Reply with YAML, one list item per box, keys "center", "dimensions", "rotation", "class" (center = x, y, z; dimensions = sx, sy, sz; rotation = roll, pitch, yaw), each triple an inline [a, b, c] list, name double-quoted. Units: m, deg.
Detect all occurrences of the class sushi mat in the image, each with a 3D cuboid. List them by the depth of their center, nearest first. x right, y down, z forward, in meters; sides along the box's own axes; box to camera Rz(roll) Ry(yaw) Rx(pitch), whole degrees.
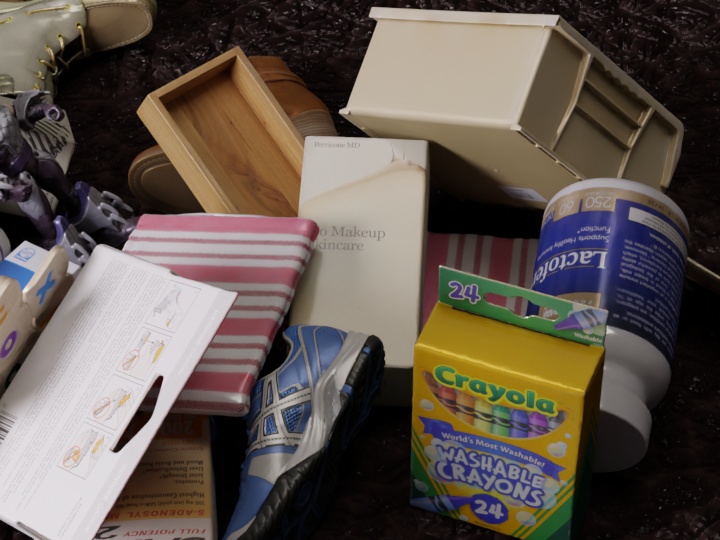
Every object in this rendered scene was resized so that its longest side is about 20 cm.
- center: [0.310, 0.028, 1.682]
  dimensions: [0.199, 0.096, 0.012]
  rotation: [33, 92, 30]
  class: "sushi mat"

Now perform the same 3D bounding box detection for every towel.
- center: [-0.122, 0.032, 1.578]
  dimensions: [0.145, 0.030, 0.201]
  rotation: [2, 44, 20]
  class: "towel"
- center: [0.127, 0.021, 1.723]
  dimensions: [0.198, 0.030, 0.147]
  rotation: [5, 41, 4]
  class: "towel"

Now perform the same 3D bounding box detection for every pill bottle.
- center: [0.179, 0.041, 1.601]
  dimensions: [0.115, 0.116, 0.201]
  rotation: [8, 56, 8]
  class: "pill bottle"

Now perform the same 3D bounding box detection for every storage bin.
- center: [0.123, -0.119, 1.709]
  dimensions: [0.199, 0.198, 0.094]
  rotation: [9, 73, 45]
  class: "storage bin"

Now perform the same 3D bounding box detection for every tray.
- center: [-0.085, -0.075, 1.748]
  dimensions: [0.098, 0.037, 0.201]
  rotation: [-32, 85, -33]
  class: "tray"

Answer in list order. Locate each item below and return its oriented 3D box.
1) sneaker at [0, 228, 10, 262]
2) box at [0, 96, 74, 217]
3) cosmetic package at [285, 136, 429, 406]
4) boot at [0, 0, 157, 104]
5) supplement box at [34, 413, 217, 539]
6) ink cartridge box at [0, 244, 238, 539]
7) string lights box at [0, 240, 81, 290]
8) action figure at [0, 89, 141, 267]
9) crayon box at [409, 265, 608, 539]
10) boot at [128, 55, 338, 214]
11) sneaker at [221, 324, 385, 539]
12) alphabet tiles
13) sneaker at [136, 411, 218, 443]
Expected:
- center: [-0.383, -0.020, 1.657]
  dimensions: [0.199, 0.073, 0.115]
  rotation: [18, 47, 17]
  class: "sneaker"
- center: [-0.341, -0.105, 1.762]
  dimensions: [0.198, 0.083, 0.069]
  rotation: [10, 25, -21]
  class: "box"
- center: [0.000, 0.000, 1.665]
  dimensions: [0.102, 0.073, 0.202]
  rotation: [1, 62, 3]
  class: "cosmetic package"
- center: [-0.273, -0.184, 1.916]
  dimensions: [0.198, 0.073, 0.155]
  rotation: [-10, 42, -4]
  class: "boot"
- center: [-0.161, 0.193, 1.488]
  dimensions: [0.125, 0.074, 0.201]
  rotation: [-4, 42, -4]
  class: "supplement box"
- center: [-0.170, 0.091, 1.444]
  dimensions: [0.176, 0.045, 0.201]
  rotation: [17, 72, 48]
  class: "ink cartridge box"
- center: [-0.285, 0.080, 1.591]
  dimensions: [0.059, 0.103, 0.200]
  rotation: [23, 46, 23]
  class: "string lights box"
- center: [-0.261, -0.079, 1.699]
  dimensions: [0.069, 0.200, 0.131]
  rotation: [-16, 37, 35]
  class: "action figure"
- center: [0.101, 0.100, 1.502]
  dimensions: [0.125, 0.201, 0.052]
  rotation: [15, 44, 16]
  class: "crayon box"
- center: [-0.123, -0.121, 1.851]
  dimensions: [0.198, 0.074, 0.155]
  rotation: [-6, 41, -24]
  class: "boot"
- center: [-0.054, 0.128, 1.543]
  dimensions: [0.076, 0.076, 0.201]
  rotation: [19, 64, 20]
  class: "sneaker"
- center: [-0.255, 0.083, 1.505]
  dimensions: [0.015, 0.200, 0.197]
  rotation: [25, 68, 12]
  class: "alphabet tiles"
- center: [-0.156, 0.069, 1.648]
  dimensions: [0.078, 0.066, 0.201]
  rotation: [14, 29, -26]
  class: "sneaker"
